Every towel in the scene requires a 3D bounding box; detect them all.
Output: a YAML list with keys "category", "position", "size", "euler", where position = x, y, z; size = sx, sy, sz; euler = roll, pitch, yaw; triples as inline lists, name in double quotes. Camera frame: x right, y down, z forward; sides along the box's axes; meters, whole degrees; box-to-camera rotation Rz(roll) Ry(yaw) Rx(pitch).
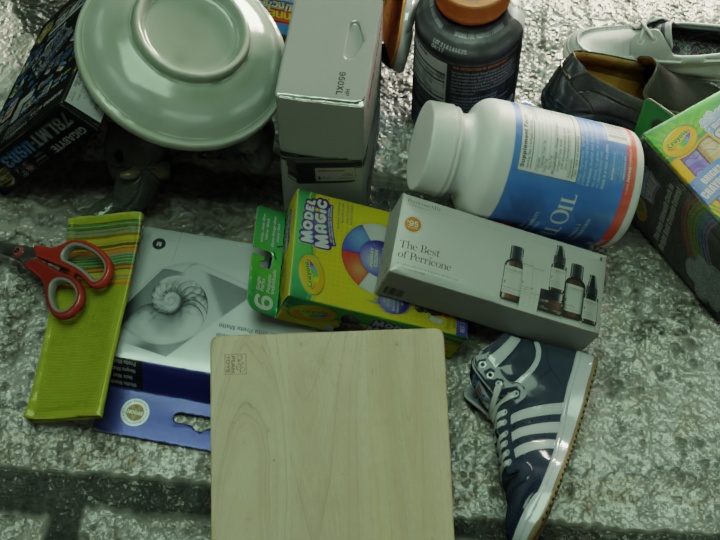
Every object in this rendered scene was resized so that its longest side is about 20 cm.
- category: "towel"
  position: [-0.249, 0.039, 1.275]
  size: [0.085, 0.018, 0.202]
  euler: [-8, 61, 28]

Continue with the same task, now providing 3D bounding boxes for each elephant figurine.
- category: "elephant figurine"
  position: [-0.192, -0.140, 1.367]
  size: [0.198, 0.143, 0.156]
  euler: [-13, 28, 10]

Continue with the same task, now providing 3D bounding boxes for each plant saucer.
- category: "plant saucer"
  position: [-0.156, -0.205, 1.268]
  size: [0.198, 0.050, 0.202]
  euler: [8, 63, -15]

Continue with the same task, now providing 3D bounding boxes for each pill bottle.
- category: "pill bottle"
  position: [0.147, -0.093, 1.285]
  size: [0.197, 0.113, 0.113]
  euler: [11, 58, -11]
- category: "pill bottle"
  position: [0.103, -0.211, 1.356]
  size: [0.105, 0.201, 0.107]
  euler: [0, 58, 0]

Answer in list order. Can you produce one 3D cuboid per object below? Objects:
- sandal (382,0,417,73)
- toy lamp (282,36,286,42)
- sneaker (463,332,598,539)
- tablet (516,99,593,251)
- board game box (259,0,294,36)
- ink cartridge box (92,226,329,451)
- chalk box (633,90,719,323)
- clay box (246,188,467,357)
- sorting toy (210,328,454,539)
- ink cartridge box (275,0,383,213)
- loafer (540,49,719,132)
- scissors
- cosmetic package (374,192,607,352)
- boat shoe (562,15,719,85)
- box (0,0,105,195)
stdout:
- category: "sandal"
  position: [0.017, -0.253, 1.415]
  size: [0.058, 0.080, 0.207]
  euler: [8, 20, -8]
- category: "toy lamp"
  position: [-0.083, -0.245, 1.465]
  size: [0.198, 0.058, 0.058]
  euler: [23, 61, 17]
- category: "sneaker"
  position: [0.129, 0.141, 1.216]
  size: [0.107, 0.070, 0.201]
  euler: [20, 54, 7]
- category: "tablet"
  position: [0.172, -0.066, 1.352]
  size: [0.129, 0.014, 0.201]
  euler: [30, 56, -1]
- category: "board game box"
  position: [-0.104, -0.322, 1.464]
  size: [0.193, 0.056, 0.201]
  euler: [12, 39, 1]
- category: "ink cartridge box"
  position: [-0.129, 0.064, 1.283]
  size: [0.197, 0.041, 0.202]
  euler: [8, 59, 5]
- category: "chalk box"
  position: [0.332, -0.081, 1.320]
  size: [0.123, 0.125, 0.201]
  euler: [-27, 63, -15]
- category: "clay box"
  position: [0.000, 0.000, 1.281]
  size: [0.198, 0.048, 0.116]
  euler: [14, 57, -17]
- category: "sorting toy"
  position: [-0.024, 0.158, 1.187]
  size: [0.196, 0.070, 0.203]
  euler: [-2, 74, 0]
- category: "ink cartridge box"
  position: [-0.026, -0.152, 1.321]
  size: [0.083, 0.201, 0.146]
  euler: [6, 58, 3]
- category: "loafer"
  position: [0.281, -0.177, 1.397]
  size: [0.197, 0.073, 0.073]
  euler: [-1, 53, -17]
- category: "scissors"
  position: [-0.305, -0.019, 1.318]
  size: [0.199, 0.014, 0.074]
  euler: [31, 83, 35]
- category: "cosmetic package"
  position: [0.118, 0.002, 1.259]
  size: [0.198, 0.051, 0.083]
  euler: [16, 60, -9]
- category: "boat shoe"
  position: [0.308, -0.228, 1.442]
  size: [0.197, 0.069, 0.073]
  euler: [11, 59, 7]
- category: "box"
  position: [-0.282, -0.191, 1.359]
  size: [0.049, 0.199, 0.200]
  euler: [34, 55, -26]
